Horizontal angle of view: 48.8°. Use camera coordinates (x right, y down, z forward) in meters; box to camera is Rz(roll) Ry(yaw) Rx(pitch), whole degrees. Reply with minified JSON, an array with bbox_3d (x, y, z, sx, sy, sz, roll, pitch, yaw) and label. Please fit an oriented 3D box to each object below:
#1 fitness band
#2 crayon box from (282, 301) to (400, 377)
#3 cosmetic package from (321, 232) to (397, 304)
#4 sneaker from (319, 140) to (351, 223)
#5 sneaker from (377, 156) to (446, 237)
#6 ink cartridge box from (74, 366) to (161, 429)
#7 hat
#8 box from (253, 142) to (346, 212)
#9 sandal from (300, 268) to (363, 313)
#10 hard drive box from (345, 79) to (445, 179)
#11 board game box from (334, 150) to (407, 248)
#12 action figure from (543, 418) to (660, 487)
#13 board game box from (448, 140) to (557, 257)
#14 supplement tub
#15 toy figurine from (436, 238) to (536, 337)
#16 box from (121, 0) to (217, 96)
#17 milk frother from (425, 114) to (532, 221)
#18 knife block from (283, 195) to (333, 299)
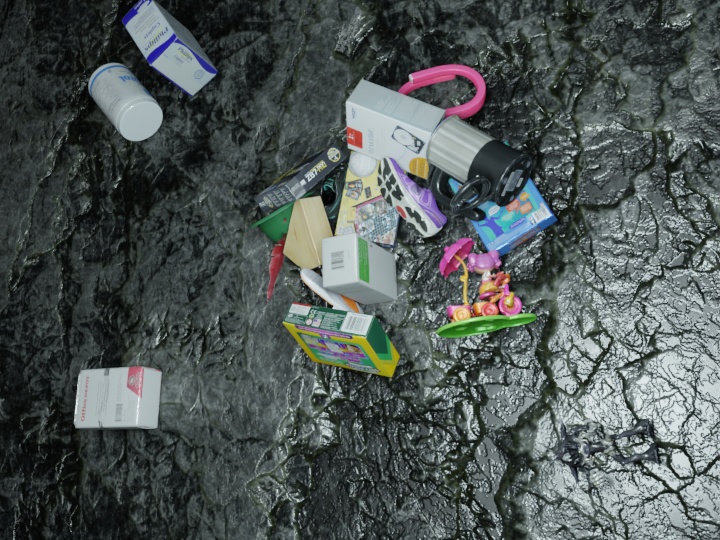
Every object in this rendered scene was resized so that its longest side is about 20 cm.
[{"bbox_3d":[0.177,-0.387,1.748,0.199,0.037,0.144,-15,57,-2],"label":"fitness band"},{"bbox_3d":[-0.038,0.145,1.663,0.199,0.173,0.058,8,61,28],"label":"crayon box"},{"bbox_3d":[0.000,0.000,1.671,0.085,0.200,0.108,-10,74,25],"label":"cosmetic package"},{"bbox_3d":[-0.044,-0.211,1.822,0.075,0.079,0.201,8,78,28],"label":"sneaker"},{"bbox_3d":[0.110,-0.163,1.724,0.200,0.083,0.081,55,148,7],"label":"sneaker"},{"bbox_3d":[-0.596,0.316,1.950,0.199,0.085,0.146,-5,74,23],"label":"ink cartridge box"},{"bbox_3d":[-0.150,-0.065,1.848,0.200,0.166,0.176,-23,99,43],"label":"hat"},{"bbox_3d":[-0.139,-0.206,1.788,0.161,0.049,0.200,-45,16,-23],"label":"box"},{"bbox_3d":[-0.066,0.072,1.700,0.059,0.207,0.079,-42,27,17],"label":"sandal"},{"bbox_3d":[0.074,-0.302,1.709,0.199,0.156,0.077,24,63,16],"label":"hard drive box"},{"bbox_3d":[0.027,-0.159,1.771,0.135,0.035,0.201,10,80,7],"label":"board game box"},{"bbox_3d":[0.426,0.321,1.428,0.199,0.102,0.119,-16,81,20],"label":"action figure"},{"bbox_3d":[0.293,-0.147,1.654,0.152,0.045,0.200,-33,65,16],"label":"board game box"},{"bbox_3d":[-0.640,-0.460,2.158,0.132,0.132,0.200,-47,62,8],"label":"supplement tub"},{"bbox_3d":[0.236,0.024,1.581,0.199,0.150,0.185,-8,74,1],"label":"toy figurine"},{"bbox_3d":[-0.503,-0.591,2.095,0.105,0.184,0.200,-41,62,10],"label":"box"},{"bbox_3d":[0.204,-0.205,1.575,0.188,0.200,0.181,35,97,30],"label":"milk frother"},{"bbox_3d":[-0.088,-0.041,1.760,0.175,0.064,0.201,36,124,33],"label":"knife block"}]
